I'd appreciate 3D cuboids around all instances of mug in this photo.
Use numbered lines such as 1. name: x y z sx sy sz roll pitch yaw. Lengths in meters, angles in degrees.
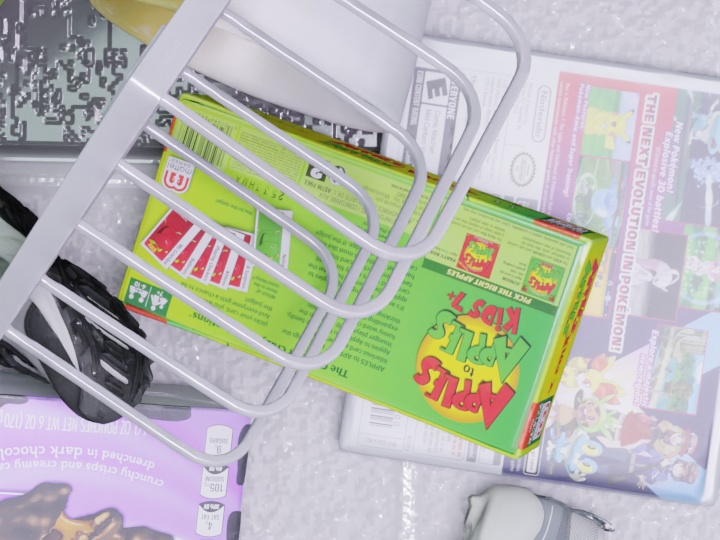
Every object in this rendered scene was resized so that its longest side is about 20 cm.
1. mug: -0.037 -0.167 0.967 0.186 0.149 0.154 26 85 -34

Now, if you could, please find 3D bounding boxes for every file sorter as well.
1. file sorter: -0.041 -0.034 0.847 0.124 0.200 0.139 34 53 -6

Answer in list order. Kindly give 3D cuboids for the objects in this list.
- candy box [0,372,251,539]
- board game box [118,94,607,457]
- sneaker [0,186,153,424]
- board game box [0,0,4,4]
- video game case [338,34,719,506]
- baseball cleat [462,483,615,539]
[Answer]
1. candy box: -0.146 0.151 1.000 0.167 0.072 0.201 5 95 -19
2. board game box: 0.000 0.000 0.994 0.199 0.048 0.102 20 99 14
3. sneaker: -0.160 0.018 0.979 0.079 0.200 0.074 -49 135 -1
4. board game box: -0.204 -0.113 0.949 0.048 0.102 0.200 51 136 0
5. video game case: 0.092 -0.001 1.035 0.181 0.023 0.201 8 92 2
6. baseball cleat: 0.066 0.204 1.022 0.106 0.070 0.201 19 94 2
